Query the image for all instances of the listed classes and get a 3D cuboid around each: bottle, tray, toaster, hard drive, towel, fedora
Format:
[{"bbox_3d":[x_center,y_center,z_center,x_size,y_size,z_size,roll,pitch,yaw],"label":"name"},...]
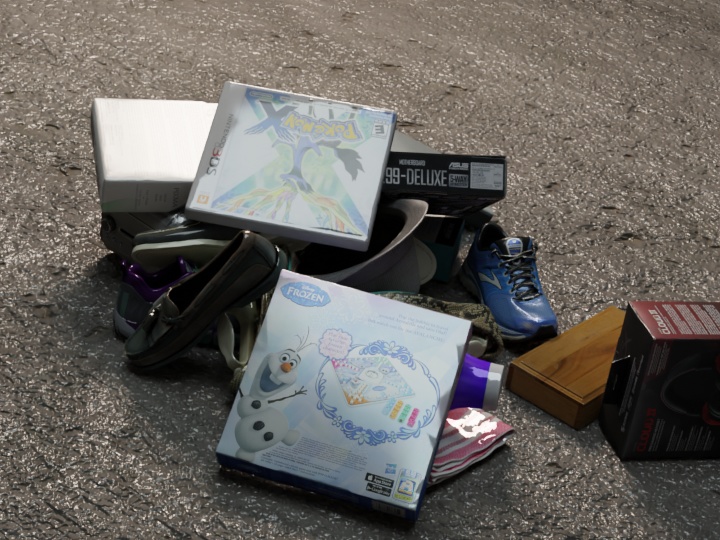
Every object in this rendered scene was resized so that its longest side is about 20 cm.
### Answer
[{"bbox_3d":[0.044,0.099,1.593,0.198,0.066,0.084,12,44,8],"label":"bottle"},{"bbox_3d":[0.258,0.102,1.739,0.098,0.037,0.199,29,36,32],"label":"tray"},{"bbox_3d":[-0.192,-0.061,1.817,0.199,0.115,0.129,-21,44,-39],"label":"toaster"},{"bbox_3d":[0.067,-0.131,2.017,0.199,0.033,0.140,25,22,-25],"label":"hard drive"},{"bbox_3d":[0.040,0.143,1.611,0.199,0.030,0.146,30,35,32],"label":"towel"},{"bbox_3d":[0.000,0.000,1.744,0.199,0.091,0.177,-6,30,39],"label":"fedora"}]

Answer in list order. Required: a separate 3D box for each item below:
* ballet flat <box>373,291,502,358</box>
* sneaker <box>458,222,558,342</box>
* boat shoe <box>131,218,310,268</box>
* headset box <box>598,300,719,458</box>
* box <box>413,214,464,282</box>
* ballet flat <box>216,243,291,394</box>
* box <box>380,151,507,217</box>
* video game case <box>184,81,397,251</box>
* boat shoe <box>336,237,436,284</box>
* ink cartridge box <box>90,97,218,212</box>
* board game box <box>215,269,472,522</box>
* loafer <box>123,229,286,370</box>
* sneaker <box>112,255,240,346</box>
[{"bbox_3d":[0.075,0.065,1.681,0.199,0.068,0.075,7,35,-37],"label":"ballet flat"},{"bbox_3d":[0.170,0.011,1.817,0.078,0.090,0.200,-5,32,-21],"label":"sneaker"},{"bbox_3d":[-0.153,-0.045,1.714,0.198,0.072,0.068,-10,72,-15],"label":"boat shoe"},{"bbox_3d":[0.342,0.113,1.629,0.198,0.150,0.075,2,30,-16],"label":"headset box"},{"bbox_3d":[0.021,-0.046,1.914,0.198,0.050,0.082,14,29,7],"label":"box"},{"bbox_3d":[-0.111,0.045,1.641,0.075,0.068,0.202,19,49,-21],"label":"ballet flat"},{"bbox_3d":[0.054,-0.100,1.834,0.198,0.050,0.158,2,-6,-12],"label":"box"},{"bbox_3d":[-0.072,-0.115,1.711,0.198,0.022,0.184,11,56,4],"label":"video game case"},{"bbox_3d":[-0.006,-0.028,1.853,0.198,0.073,0.063,11,8,7],"label":"boat shoe"},{"bbox_3d":[-0.198,-0.130,1.777,0.198,0.050,0.162,2,39,-16],"label":"ink cartridge box"},{"bbox_3d":[-0.013,0.118,1.521,0.198,0.043,0.201,15,66,9],"label":"board game box"},{"bbox_3d":[-0.168,0.024,1.604,0.063,0.199,0.072,43,19,-39],"label":"loafer"},{"bbox_3d":[-0.162,0.028,1.691,0.198,0.088,0.075,-2,31,-19],"label":"sneaker"}]
